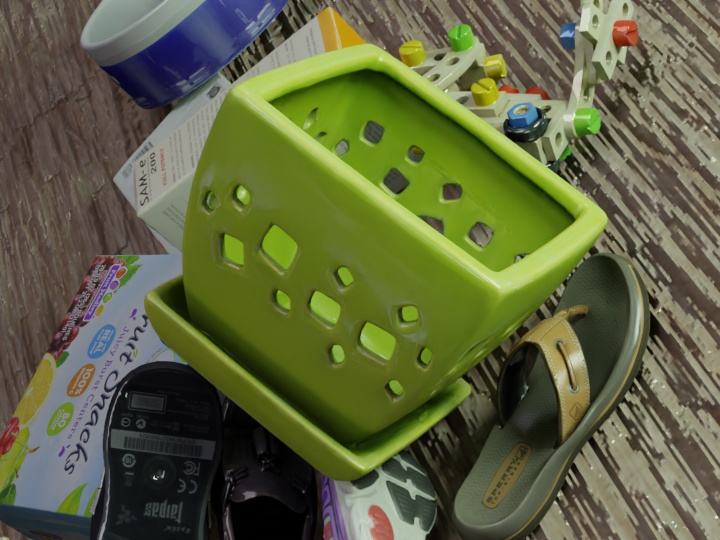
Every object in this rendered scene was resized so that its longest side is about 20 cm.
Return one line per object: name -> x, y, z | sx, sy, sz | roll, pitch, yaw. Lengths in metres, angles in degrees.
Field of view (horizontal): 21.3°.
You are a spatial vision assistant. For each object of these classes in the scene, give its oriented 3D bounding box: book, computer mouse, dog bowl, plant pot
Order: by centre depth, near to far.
plant pot -> 0.000, 0.000, 1.146 | 0.182, 0.200, 0.199 | -58, -13, 26
computer mouse -> -0.155, 0.155, 1.154 | 0.046, 0.140, 0.201 | 124, 147, -74
book -> -0.131, -0.084, 1.583 | 0.134, 0.048, 0.200 | -48, 31, 3
dog bowl -> -0.149, -0.238, 1.690 | 0.200, 0.079, 0.200 | -34, 24, 18

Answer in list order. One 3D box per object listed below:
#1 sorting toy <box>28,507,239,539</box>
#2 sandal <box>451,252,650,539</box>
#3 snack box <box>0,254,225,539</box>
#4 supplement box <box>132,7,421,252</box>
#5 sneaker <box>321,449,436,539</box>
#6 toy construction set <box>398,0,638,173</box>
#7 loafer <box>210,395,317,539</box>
sorting toy -> -0.136, 0.157, 1.324 | 0.198, 0.070, 0.201 | -31, 38, 25
sandal -> 0.107, 0.071, 1.143 | 0.082, 0.055, 0.200 | 18, 71, 54
snack box -> -0.153, 0.087, 1.288 | 0.168, 0.068, 0.201 | 1, 59, 47
supplement box -> -0.055, -0.082, 1.419 | 0.200, 0.126, 0.074 | -36, 36, 18
sneaker -> -0.005, 0.169, 1.160 | 0.083, 0.080, 0.200 | -45, 28, 28
toy construction set -> 0.104, -0.123, 1.319 | 0.199, 0.092, 0.131 | -12, 32, 42
loafer -> -0.055, 0.158, 1.167 | 0.063, 0.072, 0.201 | 127, 145, -64
